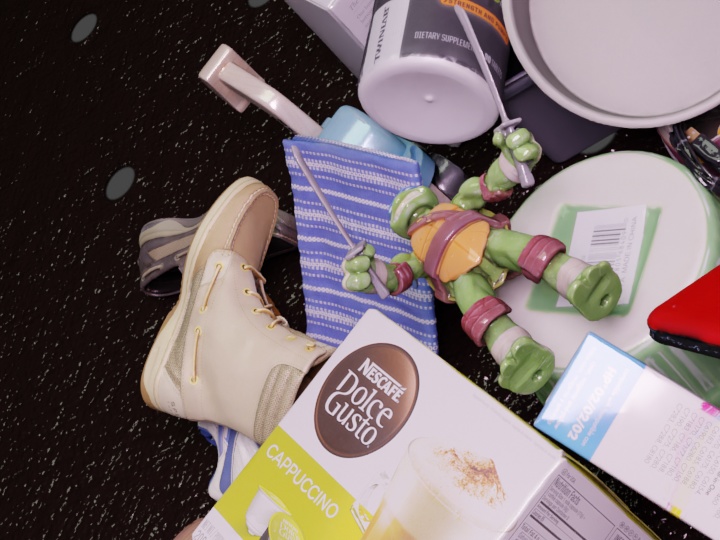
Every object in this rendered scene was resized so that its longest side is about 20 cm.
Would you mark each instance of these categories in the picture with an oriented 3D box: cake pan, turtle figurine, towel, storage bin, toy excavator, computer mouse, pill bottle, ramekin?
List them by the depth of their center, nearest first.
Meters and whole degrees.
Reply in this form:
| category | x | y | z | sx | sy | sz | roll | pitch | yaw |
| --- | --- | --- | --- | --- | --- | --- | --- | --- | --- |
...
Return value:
| category | x | y | z | sx | sy | sz | roll | pitch | yaw |
| --- | --- | --- | --- | --- | --- | --- | --- | --- | --- |
| turtle figurine | 0.062 | -0.026 | 0.969 | 0.143 | 0.202 | 0.194 | -24 | 45 | -26 |
| computer mouse | 0.284 | -0.038 | 1.001 | 0.200 | 0.058 | 0.034 | 45 | 122 | 19 |
| cake pan | 0.198 | -0.196 | 1.048 | 0.198 | 0.037 | 0.203 | -2 | 85 | 17 |
| ramekin | 0.184 | 0.014 | 1.059 | 0.199 | 0.098 | 0.202 | -21 | 50 | 27 |
| pill bottle | 0.063 | -0.203 | 1.108 | 0.105 | 0.106 | 0.202 | -10 | 56 | 33 |
| towel | 0.000 | 0.000 | 1.174 | 0.144 | 0.202 | 0.024 | 16 | 31 | 43 |
| storage bin | 0.178 | -0.187 | 1.179 | 0.199 | 0.134 | 0.147 | -29 | 47 | 18 |
| toy excavator | -0.027 | -0.105 | 1.243 | 0.100 | 0.200 | 0.194 | -51 | 29 | -3 |

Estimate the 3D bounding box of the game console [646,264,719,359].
| category | x | y | z | sx | sy | sz | roll | pitch | yaw |
| --- | --- | --- | --- | --- | --- | --- | --- | --- | --- |
| game console | 0.300 | 0.049 | 0.890 | 0.199 | 0.120 | 0.172 | -29 | 25 | -30 |

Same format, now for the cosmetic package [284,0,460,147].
| category | x | y | z | sx | sy | sz | roll | pitch | yaw |
| --- | --- | --- | --- | --- | --- | --- | --- | --- | --- |
| cosmetic package | 0.058 | -0.254 | 1.274 | 0.200 | 0.200 | 0.123 | -51 | 43 | -3 |

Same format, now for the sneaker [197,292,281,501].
| category | x | y | z | sx | sy | sz | roll | pitch | yaw |
| --- | --- | --- | --- | --- | --- | --- | --- | --- | --- |
| sneaker | -0.101 | 0.101 | 1.247 | 0.088 | 0.075 | 0.201 | -27 | 47 | 22 |

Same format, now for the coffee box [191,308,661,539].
| category | x | y | z | sx | sy | sz | roll | pitch | yaw |
| --- | --- | --- | --- | --- | --- | --- | --- | --- | --- |
| coffee box | 0.053 | 0.183 | 0.974 | 0.198 | 0.200 | 0.199 | -51 | 44 | -2 |

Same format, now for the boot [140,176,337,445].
| category | x | y | z | sx | sy | sz | roll | pitch | yaw |
| --- | --- | --- | --- | --- | --- | --- | --- | --- | --- |
| boot | -0.073 | 0.035 | 1.173 | 0.154 | 0.073 | 0.202 | 17 | 78 | 34 |

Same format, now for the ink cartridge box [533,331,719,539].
| category | x | y | z | sx | sy | sz | roll | pitch | yaw |
| --- | --- | --- | --- | --- | --- | --- | --- | --- | --- |
| ink cartridge box | 0.207 | 0.118 | 0.904 | 0.199 | 0.115 | 0.068 | 32 | 92 | 11 |

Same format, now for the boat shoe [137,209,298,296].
| category | x | y | z | sx | sy | sz | roll | pitch | yaw |
| --- | --- | --- | --- | --- | --- | --- | --- | --- | --- |
| boat shoe | -0.127 | -0.011 | 1.358 | 0.199 | 0.074 | 0.074 | -11 | 64 | 44 |

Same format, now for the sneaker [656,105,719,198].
| category | x | y | z | sx | sy | sz | roll | pitch | yaw |
| --- | --- | --- | --- | --- | --- | --- | --- | --- | --- |
| sneaker | 0.295 | -0.085 | 1.045 | 0.199 | 0.090 | 0.075 | 11 | 68 | 43 |

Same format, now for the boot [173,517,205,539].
| category | x | y | z | sx | sy | sz | roll | pitch | yaw |
| --- | --- | --- | --- | --- | --- | --- | --- | --- | --- |
| boot | -0.127 | 0.303 | 1.140 | 0.200 | 0.077 | 0.155 | -48 | 47 | -9 |
